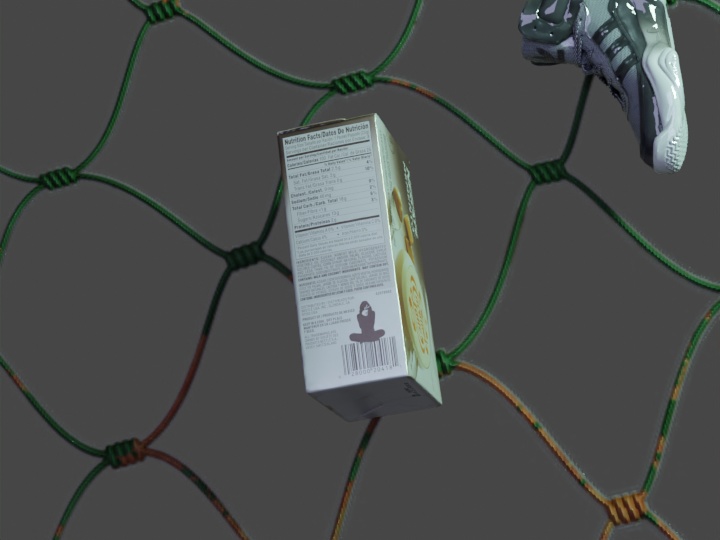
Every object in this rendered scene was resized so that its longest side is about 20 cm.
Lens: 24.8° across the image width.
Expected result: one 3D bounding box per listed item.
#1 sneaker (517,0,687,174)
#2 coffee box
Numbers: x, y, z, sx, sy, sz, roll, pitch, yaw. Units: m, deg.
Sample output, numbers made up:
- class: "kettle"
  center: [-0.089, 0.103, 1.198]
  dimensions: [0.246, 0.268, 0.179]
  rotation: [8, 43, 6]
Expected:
- class: "sneaker"
  center: [0.181, -0.156, 1.235]
  dimensions: [0.114, 0.075, 0.200]
  rotation: [-10, 67, 12]
- class: "coffee box"
  center: [0.000, 0.000, 1.213]
  dimensions: [0.080, 0.114, 0.200]
  rotation: [-11, 71, 11]
